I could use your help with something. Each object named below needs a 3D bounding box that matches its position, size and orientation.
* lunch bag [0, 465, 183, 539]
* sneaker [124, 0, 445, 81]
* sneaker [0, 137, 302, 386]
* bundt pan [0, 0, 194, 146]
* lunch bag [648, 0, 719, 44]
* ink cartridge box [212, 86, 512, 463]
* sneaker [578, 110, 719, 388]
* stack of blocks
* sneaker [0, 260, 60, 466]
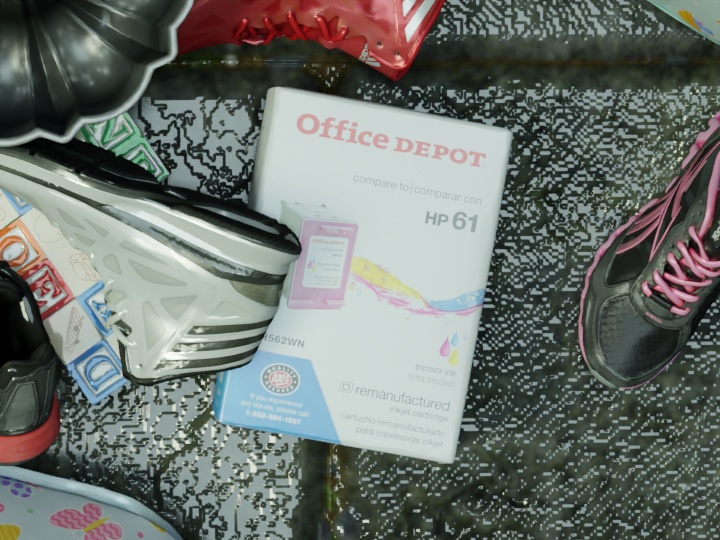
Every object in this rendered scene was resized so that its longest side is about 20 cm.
[{"bbox_3d":[-0.194,0.211,1.502,0.199,0.170,0.128,13,134,-2],"label":"lunch bag"},{"bbox_3d":[-0.032,-0.146,1.555,0.199,0.078,0.116,-31,92,-1],"label":"sneaker"},{"bbox_3d":[-0.142,0.000,1.494,0.199,0.076,0.116,22,104,8],"label":"sneaker"},{"bbox_3d":[-0.192,-0.169,1.482,0.200,0.076,0.203,0,92,-7],"label":"bundt pan"},{"bbox_3d":[0.214,-0.225,1.535,0.170,0.200,0.122,29,46,-6],"label":"lunch bag"},{"bbox_3d":[0.000,0.000,1.558,0.144,0.085,0.201,10,90,-4],"label":"ink cartridge box"},{"bbox_3d":[0.198,-0.017,1.566,0.079,0.095,0.201,33,91,-6],"label":"sneaker"},{"bbox_3d":[-0.167,-0.037,1.558,0.115,0.059,0.201,-34,94,-2],"label":"stack of blocks"},{"bbox_3d":[-0.238,0.015,1.516,0.071,0.098,0.201,-31,69,-33],"label":"sneaker"}]
